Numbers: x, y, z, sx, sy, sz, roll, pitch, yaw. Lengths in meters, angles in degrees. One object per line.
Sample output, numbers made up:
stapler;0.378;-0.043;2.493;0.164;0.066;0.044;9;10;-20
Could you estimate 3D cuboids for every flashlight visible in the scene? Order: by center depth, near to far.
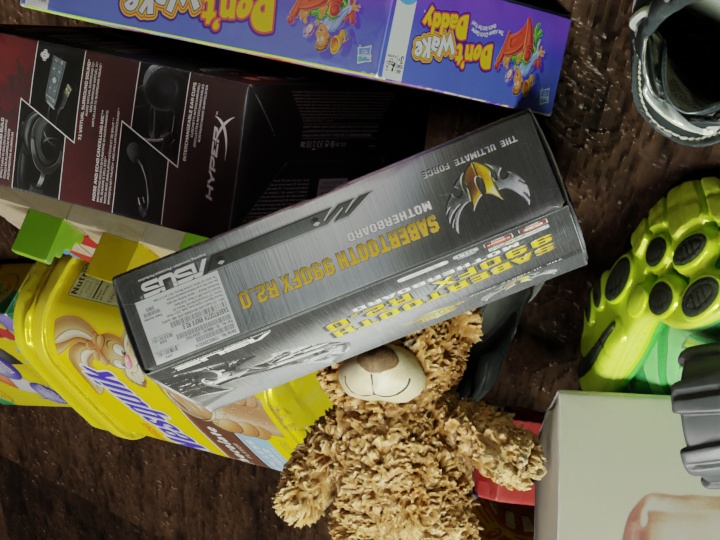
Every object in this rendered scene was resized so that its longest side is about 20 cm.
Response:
flashlight;0.240;0.054;1.278;0.199;0.068;0.068;-10;152;23

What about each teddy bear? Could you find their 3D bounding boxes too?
teddy bear;0.020;0.105;1.433;0.144;0.201;0.067;21;-158;31

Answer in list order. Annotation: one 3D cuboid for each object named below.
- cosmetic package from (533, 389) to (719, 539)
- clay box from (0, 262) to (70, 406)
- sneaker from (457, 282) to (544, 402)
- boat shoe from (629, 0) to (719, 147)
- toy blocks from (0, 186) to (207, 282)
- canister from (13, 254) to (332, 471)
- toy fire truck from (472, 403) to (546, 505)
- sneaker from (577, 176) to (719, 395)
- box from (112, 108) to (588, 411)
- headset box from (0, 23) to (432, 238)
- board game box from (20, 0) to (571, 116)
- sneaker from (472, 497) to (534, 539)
cosmetic package;0.188;0.116;1.423;0.199;0.088;0.103;3;163;-1
clay box;-0.241;0.046;1.989;0.115;0.048;0.200;41;156;-27
sneaker;0.045;0.037;1.531;0.066;0.091;0.200;29;160;1
boat shoe;0.138;-0.089;1.152;0.075;0.061;0.200;26;159;7
toy blocks;-0.123;-0.027;1.623;0.199;0.100;0.137;17;168;29
canister;-0.094;0.057;1.771;0.199;0.087;0.149;12;154;36
toy fire truck;0.105;0.105;1.534;0.141;0.049;0.200;10;-177;39
sneaker;0.167;0.011;1.364;0.083;0.075;0.200;6;160;-15
box;0.000;0.000;1.307;0.158;0.199;0.049;53;-164;-78
headset box;-0.090;-0.069;1.382;0.199;0.078;0.149;15;-169;35
board game box;-0.029;-0.113;1.259;0.199;0.045;0.134;14;-176;36
sneaker;0.098;0.159;1.783;0.199;0.073;0.077;20;170;34
